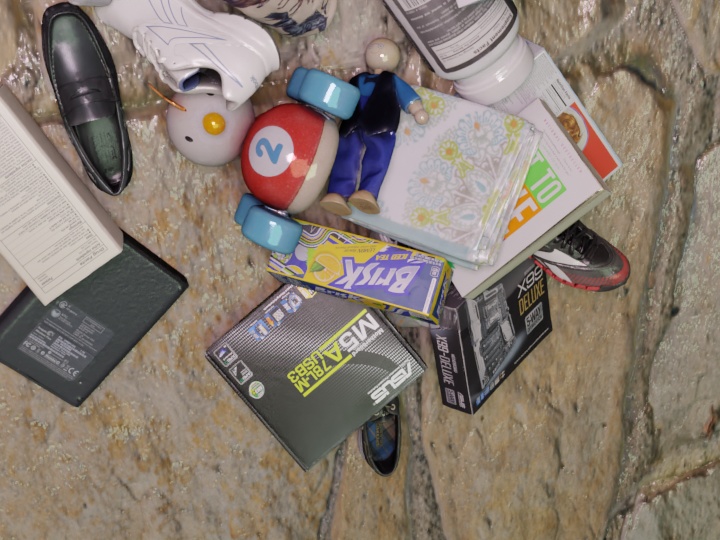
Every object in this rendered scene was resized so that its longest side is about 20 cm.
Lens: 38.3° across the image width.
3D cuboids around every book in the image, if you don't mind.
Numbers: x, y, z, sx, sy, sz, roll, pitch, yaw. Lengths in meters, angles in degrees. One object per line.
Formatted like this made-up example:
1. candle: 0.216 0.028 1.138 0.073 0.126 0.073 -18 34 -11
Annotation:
1. book: 0.164 -0.080 1.176 0.200 0.134 0.048 -40 159 21

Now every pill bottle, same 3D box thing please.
1. pill bottle: 0.100 -0.281 1.120 0.116 0.116 0.200 -40 123 3

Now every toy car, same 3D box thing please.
1. toy car: -0.132 -0.144 1.083 0.199 0.177 0.185 22 96 -15

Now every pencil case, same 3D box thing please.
1. pencil case: -0.094 -0.287 1.008 0.077 0.090 0.200 -23 169 21

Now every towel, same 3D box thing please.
1. towel: 0.085 -0.108 1.153 0.172 0.199 0.048 -67 158 -3

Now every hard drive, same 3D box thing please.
1. hard drive: -0.312 0.047 1.181 0.200 0.033 0.139 -46 121 7

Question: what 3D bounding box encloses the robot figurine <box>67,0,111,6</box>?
1. robot figurine: -0.241 -0.349 0.959 0.169 0.113 0.201 25 108 7

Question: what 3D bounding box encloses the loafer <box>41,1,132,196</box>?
1. loafer: -0.275 -0.172 1.061 0.068 0.070 0.202 -17 120 -12

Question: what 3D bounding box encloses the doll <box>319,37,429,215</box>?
1. doll: 0.014 -0.161 1.137 0.048 0.136 0.202 31 64 -50

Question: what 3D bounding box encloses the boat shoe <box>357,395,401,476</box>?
1. boat shoe: 0.026 0.180 1.360 0.068 0.057 0.201 -13 119 -14

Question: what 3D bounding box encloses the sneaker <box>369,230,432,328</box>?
1. sneaker: 0.031 -0.016 1.256 0.076 0.092 0.201 -36 110 -51

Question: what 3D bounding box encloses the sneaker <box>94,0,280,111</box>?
1. sneaker: -0.180 -0.225 1.016 0.087 0.199 0.075 -60 166 -25

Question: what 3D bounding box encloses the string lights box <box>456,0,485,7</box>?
1. string lights box: 0.155 -0.340 1.062 0.200 0.059 0.103 -30 104 -50

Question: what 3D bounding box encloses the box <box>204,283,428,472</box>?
1. box: -0.053 0.108 1.258 0.200 0.048 0.193 -39 94 3

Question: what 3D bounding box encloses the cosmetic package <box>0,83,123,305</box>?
1. cosmetic package: -0.344 -0.078 1.062 0.103 0.073 0.201 -34 112 0

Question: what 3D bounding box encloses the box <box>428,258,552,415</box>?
1. box: 0.165 0.057 1.298 0.200 0.050 0.159 -38 129 -39

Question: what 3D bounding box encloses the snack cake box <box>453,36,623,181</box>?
1. snack cake box: 0.214 -0.166 1.249 0.115 0.067 0.200 -42 122 3

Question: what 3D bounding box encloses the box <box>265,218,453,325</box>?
1. box: 0.000 0.000 1.175 0.199 0.064 0.071 15 82 16

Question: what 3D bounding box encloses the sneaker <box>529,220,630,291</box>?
1. sneaker: 0.229 -0.042 1.221 0.200 0.098 0.071 30 71 10
